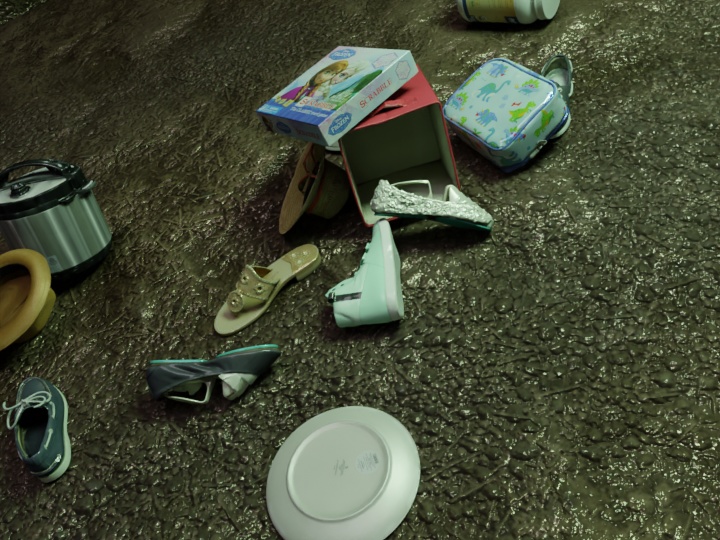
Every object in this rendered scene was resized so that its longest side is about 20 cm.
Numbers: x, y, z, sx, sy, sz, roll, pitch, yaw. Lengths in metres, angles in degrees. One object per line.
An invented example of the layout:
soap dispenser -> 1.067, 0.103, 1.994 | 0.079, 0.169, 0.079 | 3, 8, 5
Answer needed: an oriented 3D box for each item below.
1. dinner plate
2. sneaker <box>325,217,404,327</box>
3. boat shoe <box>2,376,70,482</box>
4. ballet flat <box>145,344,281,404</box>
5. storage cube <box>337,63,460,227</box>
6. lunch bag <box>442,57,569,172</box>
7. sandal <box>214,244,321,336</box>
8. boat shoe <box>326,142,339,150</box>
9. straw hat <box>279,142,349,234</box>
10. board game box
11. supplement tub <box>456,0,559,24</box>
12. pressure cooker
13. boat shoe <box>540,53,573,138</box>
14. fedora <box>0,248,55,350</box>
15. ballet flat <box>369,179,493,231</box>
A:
dinner plate -> -0.025, 0.248, 0.850 | 0.197, 0.024, 0.202 | -10, 44, 9
sneaker -> 0.000, 0.000, 1.053 | 0.117, 0.074, 0.202 | -13, 42, 12
boat shoe -> -0.475, 0.218, 1.013 | 0.074, 0.062, 0.201 | -28, 43, -6
ballet flat -> -0.207, 0.153, 0.987 | 0.197, 0.074, 0.074 | -8, 44, 3
storage cube -> 0.052, -0.210, 1.160 | 0.169, 0.202, 0.181 | -17, 36, 3
lunch bag -> 0.251, -0.275, 1.204 | 0.161, 0.082, 0.200 | -47, 43, 4
sandal -> -0.158, 0.010, 1.102 | 0.211, 0.070, 0.077 | -38, 46, -18
boat shoe -> 0.015, -0.283, 1.340 | 0.198, 0.075, 0.060 | -21, -1, 22
straw hat -> -0.064, -0.143, 1.205 | 0.084, 0.202, 0.203 | 21, 41, -20
board game box -> -0.042, -0.285, 1.111 | 0.199, 0.041, 0.199 | -43, 37, -18
supplement tub -> 0.320, -0.610, 1.496 | 0.198, 0.145, 0.145 | 15, 53, 31
pressure cooker -> -0.558, -0.103, 1.248 | 0.175, 0.202, 0.178 | -34, 35, -28
boat shoe -> 0.345, -0.316, 1.253 | 0.075, 0.061, 0.202 | 0, 47, 19
fedora -> -0.589, 0.063, 1.181 | 0.198, 0.082, 0.203 | -9, 64, 19
ballet flat -> 0.114, -0.106, 1.076 | 0.197, 0.072, 0.072 | 8, 46, 0
